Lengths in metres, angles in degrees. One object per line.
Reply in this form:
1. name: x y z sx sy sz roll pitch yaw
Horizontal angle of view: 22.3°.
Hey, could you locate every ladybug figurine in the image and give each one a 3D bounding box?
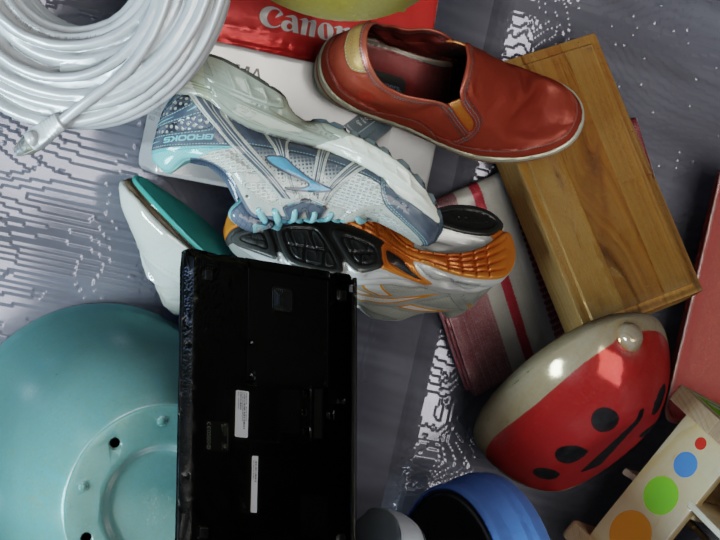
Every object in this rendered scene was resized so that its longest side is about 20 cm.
1. ladybug figurine: 0.153 0.097 1.267 0.135 0.200 0.072 -17 68 -23

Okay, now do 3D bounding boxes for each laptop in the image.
1. laptop: -0.054 0.093 1.126 0.199 0.103 0.179 9 75 -38

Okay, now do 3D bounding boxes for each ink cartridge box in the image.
1. ink cartridge box: -0.037 -0.137 1.237 0.198 0.045 0.178 9 94 -24

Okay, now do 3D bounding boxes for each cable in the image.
1. cable: -0.171 -0.186 1.118 0.198 0.069 0.202 -21 87 8

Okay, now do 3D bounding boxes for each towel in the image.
1. towel: 0.139 -0.013 1.340 0.199 0.023 0.145 -23 103 -20

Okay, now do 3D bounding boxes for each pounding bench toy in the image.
1. pounding bench toy: 0.268 0.202 1.340 0.156 0.124 0.199 -52 143 10

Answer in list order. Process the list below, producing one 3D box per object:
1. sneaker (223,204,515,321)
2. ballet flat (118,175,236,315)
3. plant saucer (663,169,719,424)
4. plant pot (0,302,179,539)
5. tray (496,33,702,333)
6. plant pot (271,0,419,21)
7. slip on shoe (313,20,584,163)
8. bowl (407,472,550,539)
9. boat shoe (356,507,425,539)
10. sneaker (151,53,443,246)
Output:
1. sneaker: 0.000 0.000 1.236 0.198 0.092 0.076 9 54 -15
2. ballet flat: -0.094 0.015 1.227 0.199 0.069 0.070 35 83 -23
3. plant saucer: 0.326 0.030 1.410 0.198 0.037 0.202 11 93 -26
4. plant pot: -0.147 0.132 1.162 0.199 0.161 0.203 -3 98 -23
5. tray: 0.158 -0.060 1.293 0.098 0.037 0.202 -19 82 -19
6. plant pot: 0.000 -0.278 1.142 0.198 0.142 0.202 7 69 -19
7. slip on shoe: 0.068 -0.121 1.225 0.198 0.061 0.075 14 68 -23
8. bowl: 0.076 0.240 1.247 0.039 0.200 0.203 0 97 -24
9. boat shoe: 0.022 0.211 1.225 0.067 0.200 0.074 9 62 -13
10. sneaker: -0.043 -0.056 1.171 0.199 0.078 0.087 28 82 -4
